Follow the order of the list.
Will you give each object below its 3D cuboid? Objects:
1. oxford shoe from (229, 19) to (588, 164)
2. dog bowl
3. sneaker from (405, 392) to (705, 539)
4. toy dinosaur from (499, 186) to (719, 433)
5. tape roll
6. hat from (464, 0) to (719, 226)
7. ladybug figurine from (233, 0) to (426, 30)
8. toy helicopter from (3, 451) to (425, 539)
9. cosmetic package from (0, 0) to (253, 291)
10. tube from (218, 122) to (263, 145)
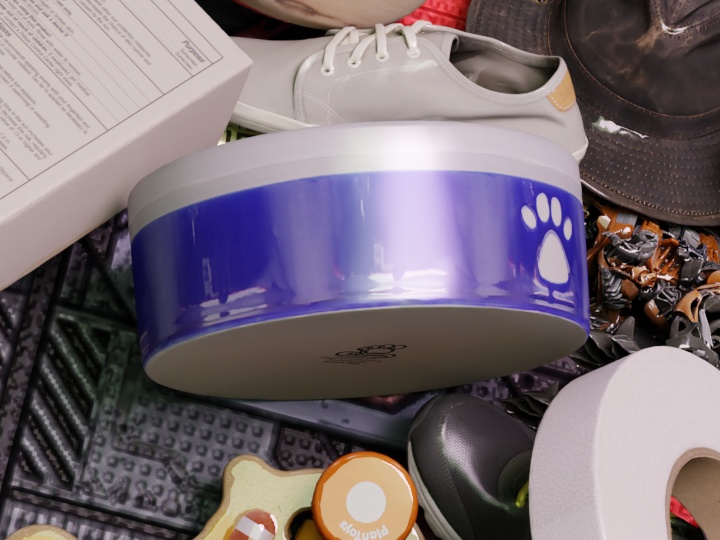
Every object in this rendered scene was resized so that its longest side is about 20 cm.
[{"bbox_3d":[0.008,-0.089,1.174,0.199,0.058,0.075,11,31,9],"label":"oxford shoe"},{"bbox_3d":[0.000,0.000,1.120,0.199,0.200,0.079,-2,77,-13],"label":"dog bowl"},{"bbox_3d":[0.110,0.120,1.162,0.200,0.085,0.075,41,54,-7],"label":"sneaker"},{"bbox_3d":[0.147,0.029,1.208,0.200,0.102,0.136,32,51,20],"label":"toy dinosaur"},{"bbox_3d":[0.144,0.130,1.070,0.203,0.037,0.203,33,44,-38],"label":"tape roll"},{"bbox_3d":[0.152,-0.123,1.230,0.200,0.081,0.201,10,55,-15],"label":"hat"},{"bbox_3d":[-0.040,-0.180,1.199,0.200,0.072,0.136,19,70,-44],"label":"ladybug figurine"},{"bbox_3d":[-0.066,0.148,1.142,0.199,0.079,0.133,1,83,-2],"label":"toy helicopter"},{"bbox_3d":[-0.155,-0.059,1.096,0.200,0.073,0.104,-35,74,-34],"label":"cosmetic package"},{"bbox_3d":[-0.075,-0.066,1.203,0.199,0.052,0.058,8,91,-13],"label":"tube"}]
